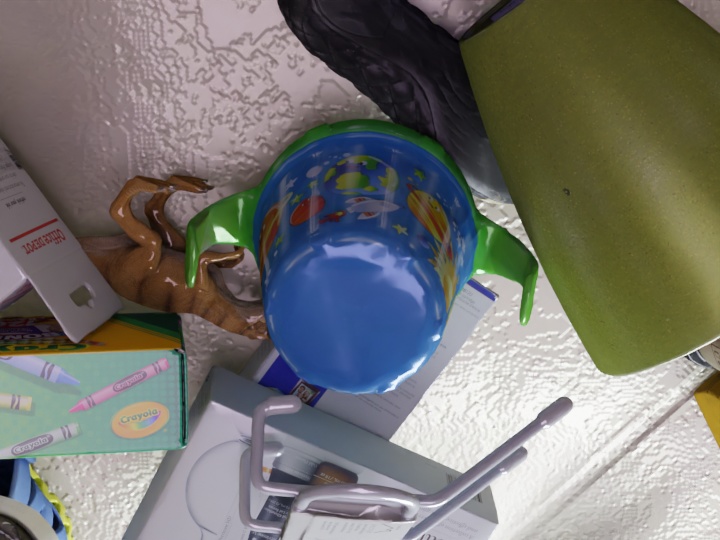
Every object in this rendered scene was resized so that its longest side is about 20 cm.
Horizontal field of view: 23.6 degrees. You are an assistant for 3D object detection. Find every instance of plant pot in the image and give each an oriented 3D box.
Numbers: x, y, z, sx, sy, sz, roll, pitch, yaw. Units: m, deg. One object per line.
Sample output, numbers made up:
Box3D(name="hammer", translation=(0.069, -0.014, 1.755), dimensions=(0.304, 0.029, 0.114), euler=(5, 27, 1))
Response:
Box3D(name="plant pot", translation=(0.150, -0.076, 0.973), dimensions=(0.187, 0.187, 0.200), euler=(-37, 99, 12))

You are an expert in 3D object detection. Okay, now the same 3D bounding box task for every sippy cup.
Box3D(name="sippy cup", translation=(0.000, 0.000, 0.963), dimensions=(0.177, 0.130, 0.140), euler=(-26, 110, 13))

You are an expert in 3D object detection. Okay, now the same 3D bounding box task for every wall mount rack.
Box3D(name="wall mount rack", translation=(0.021, 0.115, 0.968), dimensions=(0.173, 0.200, 0.075), euler=(5, 71, -6))

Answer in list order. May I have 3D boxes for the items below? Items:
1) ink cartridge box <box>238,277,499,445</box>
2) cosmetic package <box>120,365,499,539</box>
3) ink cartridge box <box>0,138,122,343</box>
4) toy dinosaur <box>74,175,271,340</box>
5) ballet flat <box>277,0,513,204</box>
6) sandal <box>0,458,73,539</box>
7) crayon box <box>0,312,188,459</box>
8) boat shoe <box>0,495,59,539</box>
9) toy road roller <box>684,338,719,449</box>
Box3D(name="ink cartridge box", translation=(-0.010, 0.061, 1.084), dimensions=(0.099, 0.039, 0.200), euler=(33, 108, -15))
Box3D(name="cosmetic package", translation=(-0.036, 0.168, 1.082), dimensions=(0.199, 0.052, 0.151), euler=(24, 112, -13))
Box3D(name="ink cartridge box", translation=(-0.228, -0.032, 0.966), dimensions=(0.068, 0.116, 0.200), euler=(-36, 93, 11))
Box3D(name="toy dinosaur", translation=(-0.136, -0.007, 1.033), dimensions=(0.199, 0.060, 0.107), euler=(15, 102, 0))
Box3D(name="ballet flat", translation=(0.034, -0.112, 1.017), dimensions=(0.200, 0.057, 0.067), euler=(43, 77, -23))
Box3D(name="sandal", translation=(-0.231, 0.143, 1.081), dimensions=(0.079, 0.087, 0.201), euler=(-12, 114, 0))
Box3D(name="crayon box", translation=(-0.198, 0.064, 0.967), dimensions=(0.199, 0.119, 0.059), euler=(-2, 99, -7))
Box3D(name="boat shoe", translation=(-0.274, 0.162, 1.031), dimensions=(0.200, 0.061, 0.072), euler=(5, 122, 30))
Box3D(name="toy road roller", translation=(0.289, 0.060, 1.053), dimensions=(0.146, 0.123, 0.201), euler=(-35, 121, -13))
